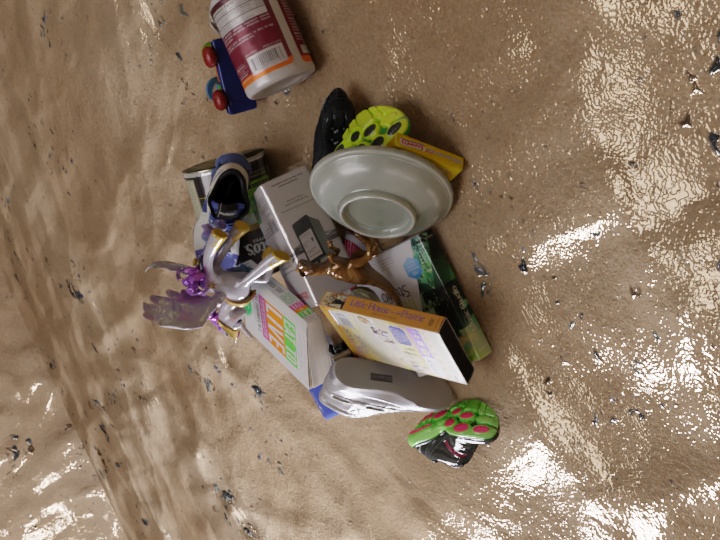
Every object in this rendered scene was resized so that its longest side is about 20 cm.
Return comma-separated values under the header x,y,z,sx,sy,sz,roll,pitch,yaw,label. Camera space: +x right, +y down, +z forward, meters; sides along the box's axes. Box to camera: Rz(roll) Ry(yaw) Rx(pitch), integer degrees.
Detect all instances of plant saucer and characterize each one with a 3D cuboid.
x,y,z,sx,sy,sz,roll,pitch,yaw,label
0.025,-0.091,1.279,0.200,0.199,0.050,-41,34,55,plant saucer

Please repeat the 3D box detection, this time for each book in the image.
x,y,z,sx,sy,sz,roll,pitch,yaw,label
-0.125,0.082,1.516,0.200,0.048,0.134,36,141,42,book

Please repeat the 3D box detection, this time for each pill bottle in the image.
x,y,z,sx,sy,sz,roll,pitch,yaw,label
-0.156,-0.369,1.404,0.114,0.114,0.201,-19,95,56,pill bottle

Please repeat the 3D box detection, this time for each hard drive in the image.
x,y,z,sx,sy,sz,roll,pitch,yaw,label
-0.060,0.192,1.668,0.132,0.025,0.200,61,159,6,hard drive

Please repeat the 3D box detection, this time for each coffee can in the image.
x,y,z,sx,sy,sz,roll,pitch,yaw,label
-0.209,-0.094,1.621,0.146,0.146,0.201,4,114,52,coffee can

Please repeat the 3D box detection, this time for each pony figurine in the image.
x,y,z,sx,sy,sz,roll,pitch,yaw,label
-0.225,0.018,1.442,0.200,0.192,0.167,-59,22,31,pony figurine

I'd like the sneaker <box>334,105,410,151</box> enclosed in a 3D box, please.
x,y,z,sx,sy,sz,roll,pitch,yaw,label
0.016,-0.168,1.333,0.200,0.083,0.074,-40,57,51,sneaker

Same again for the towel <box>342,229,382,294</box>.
x,y,z,sx,sy,sz,roll,pitch,yaw,label
0.009,0.041,1.524,0.144,0.023,0.201,44,141,27,towel

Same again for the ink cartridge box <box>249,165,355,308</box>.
x,y,z,sx,sy,sz,roll,pitch,yaw,label
-0.091,-0.047,1.476,0.201,0.084,0.145,65,165,-1,ink cartridge box

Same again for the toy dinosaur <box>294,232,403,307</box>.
x,y,z,sx,sy,sz,roll,pitch,yaw,label
0.000,0.000,1.371,0.107,0.199,0.060,-66,20,15,toy dinosaur

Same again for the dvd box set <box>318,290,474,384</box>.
x,y,z,sx,sy,sz,roll,pitch,yaw,label
0.052,0.096,1.341,0.199,0.029,0.147,11,150,33,dvd box set

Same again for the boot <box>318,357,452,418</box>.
x,y,z,sx,sy,sz,roll,pitch,yaw,label
0.036,0.191,1.458,0.096,0.199,0.074,120,161,-51,boot

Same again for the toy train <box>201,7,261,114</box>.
x,y,z,sx,sy,sz,roll,pitch,yaw,label
-0.231,-0.364,1.549,0.116,0.084,0.201,27,132,60,toy train

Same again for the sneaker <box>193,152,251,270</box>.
x,y,z,sx,sy,sz,roll,pitch,yaw,label
-0.221,-0.082,1.486,0.115,0.080,0.201,-110,31,-73,sneaker

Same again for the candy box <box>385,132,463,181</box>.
x,y,z,sx,sy,sz,roll,pitch,yaw,label
0.051,-0.116,1.307,0.200,0.102,0.027,135,145,-55,candy box

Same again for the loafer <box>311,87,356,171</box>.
x,y,z,sx,sy,sz,roll,pitch,yaw,label
-0.037,-0.185,1.415,0.201,0.068,0.071,100,172,-52,loafer

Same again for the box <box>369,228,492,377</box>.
x,y,z,sx,sy,sz,roll,pitch,yaw,label
0.095,0.052,1.387,0.144,0.036,0.201,-26,93,51,box

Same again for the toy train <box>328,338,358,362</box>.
x,y,z,sx,sy,sz,roll,pitch,yaw,label
-0.021,0.138,1.521,0.200,0.034,0.046,47,-162,-81,toy train

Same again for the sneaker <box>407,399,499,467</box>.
x,y,z,sx,sy,sz,roll,pitch,yaw,label
0.154,0.252,1.432,0.084,0.077,0.200,48,150,-9,sneaker

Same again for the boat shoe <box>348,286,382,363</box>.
x,y,z,sx,sy,sz,roll,pitch,yaw,label
0.025,0.125,1.489,0.074,0.066,0.201,-18,108,45,boat shoe
